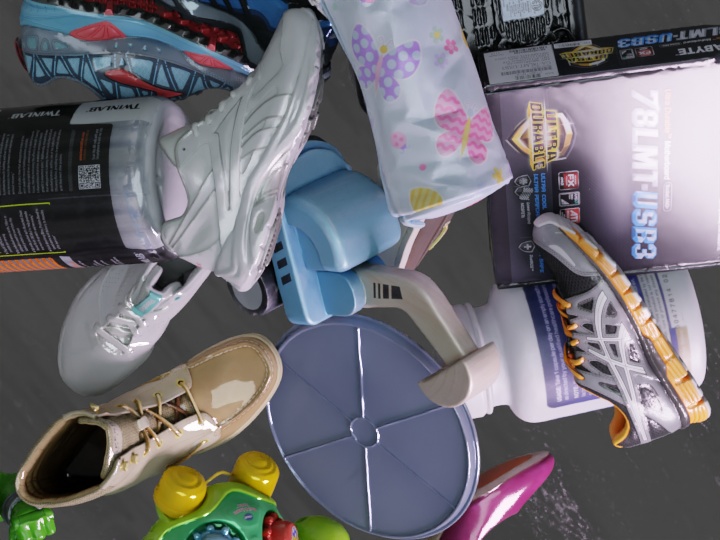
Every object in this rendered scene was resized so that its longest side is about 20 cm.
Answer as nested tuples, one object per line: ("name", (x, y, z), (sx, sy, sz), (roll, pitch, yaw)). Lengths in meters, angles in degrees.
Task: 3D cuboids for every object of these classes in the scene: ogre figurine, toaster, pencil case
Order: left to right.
("ogre figurine", (-0.338, 0.200, 1.331), (0.199, 0.120, 0.098), (-31, 100, 2))
("pencil case", (0.033, -0.133, 1.152), (0.090, 0.083, 0.201), (-22, 94, -21))
("toaster", (0.074, -0.206, 1.266), (0.180, 0.119, 0.201), (-10, 105, -2))

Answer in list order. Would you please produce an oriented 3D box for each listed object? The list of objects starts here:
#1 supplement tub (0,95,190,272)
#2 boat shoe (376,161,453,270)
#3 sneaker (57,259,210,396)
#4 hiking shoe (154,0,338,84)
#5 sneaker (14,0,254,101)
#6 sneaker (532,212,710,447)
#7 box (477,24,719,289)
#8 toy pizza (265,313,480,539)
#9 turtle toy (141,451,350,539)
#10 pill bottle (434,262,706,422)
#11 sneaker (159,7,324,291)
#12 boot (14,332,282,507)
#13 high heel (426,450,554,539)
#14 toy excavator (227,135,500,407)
("supplement tub", (-0.227, -0.062, 1.258), (0.199, 0.123, 0.123), (-3, 105, 14))
("boat shoe", (0.036, -0.043, 1.292), (0.059, 0.200, 0.072), (-22, 66, -29))
("sneaker", (-0.169, 0.021, 1.317), (0.075, 0.089, 0.200), (37, 98, -14))
("hiking shoe", (-0.090, -0.218, 1.244), (0.200, 0.074, 0.087), (35, 122, 12))
("sneaker", (-0.163, -0.159, 1.291), (0.199, 0.079, 0.096), (15, 120, -4))
("sneaker", (0.178, 0.047, 1.239), (0.077, 0.078, 0.201), (-33, 103, 8))
("box", (0.189, -0.081, 1.241), (0.197, 0.050, 0.201), (-5, 133, 3))
("toy pizza", (0.011, 0.121, 1.343), (0.199, 0.032, 0.201), (16, 122, 28))
("turtle toy", (-0.095, 0.229, 1.351), (0.199, 0.101, 0.146), (-6, 128, -42))
("pill bottle", (0.161, 0.055, 1.338), (0.199, 0.120, 0.121), (-12, 105, -3))
("sneaker", (-0.087, -0.093, 1.173), (0.099, 0.078, 0.201), (19, 90, 2))
("boot", (-0.160, 0.115, 1.299), (0.199, 0.155, 0.073), (-30, 83, 9))
("high heel", (0.093, 0.234, 1.396), (0.199, 0.067, 0.096), (-35, 95, 2))
("toy excavator", (0.000, 0.000, 1.236), (0.100, 0.199, 0.196), (-26, 109, -38))
